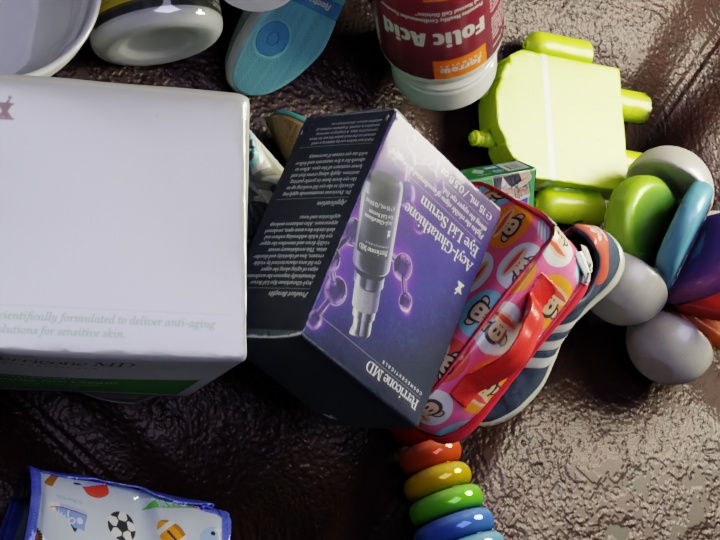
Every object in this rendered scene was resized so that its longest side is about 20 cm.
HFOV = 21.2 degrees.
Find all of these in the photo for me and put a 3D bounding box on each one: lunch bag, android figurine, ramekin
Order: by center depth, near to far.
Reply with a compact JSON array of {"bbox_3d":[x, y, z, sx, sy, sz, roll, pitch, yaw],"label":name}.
[{"bbox_3d":[-0.189,0.256,1.409,0.168,0.124,0.202,15,76,-22],"label":"lunch bag"},{"bbox_3d":[-0.311,-0.221,1.499,0.198,0.105,0.202,9,70,-26],"label":"ramekin"},{"bbox_3d":[0.087,0.034,1.542,0.200,0.176,0.082,-50,123,-5],"label":"lunch bag"},{"bbox_3d":[0.183,-0.132,1.769,0.198,0.041,0.184,4,74,-29],"label":"android figurine"}]

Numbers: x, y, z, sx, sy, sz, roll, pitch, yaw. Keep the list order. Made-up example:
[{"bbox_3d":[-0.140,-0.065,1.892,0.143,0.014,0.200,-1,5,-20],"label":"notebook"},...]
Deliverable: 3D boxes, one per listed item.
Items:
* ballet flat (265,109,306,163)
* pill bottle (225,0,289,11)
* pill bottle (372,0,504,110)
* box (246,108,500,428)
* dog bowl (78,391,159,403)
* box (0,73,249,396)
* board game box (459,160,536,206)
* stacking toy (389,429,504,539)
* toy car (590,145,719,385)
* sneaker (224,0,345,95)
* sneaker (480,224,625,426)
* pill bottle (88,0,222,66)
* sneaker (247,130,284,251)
[{"bbox_3d":[-0.002,-0.065,1.646,0.199,0.068,0.073,27,80,-23],"label":"ballet flat"},{"bbox_3d":[-0.080,-0.303,1.546,0.110,0.111,0.201,19,48,-22],"label":"pill bottle"},{"bbox_3d":[0.065,-0.232,1.636,0.113,0.201,0.115,-3,59,5],"label":"pill bottle"},{"bbox_3d":[0.000,0.000,1.476,0.148,0.104,0.202,39,63,-38],"label":"box"},{"bbox_3d":[-0.189,0.010,1.508,0.198,0.059,0.202,5,75,-19],"label":"dog bowl"},{"bbox_3d":[-0.193,-0.020,1.388,0.197,0.171,0.202,4,76,-19],"label":"box"},{"bbox_3d":[0.059,-0.012,1.635,0.198,0.029,0.136,-11,114,-30],"label":"board game box"},{"bbox_3d":[0.068,0.190,1.592,0.085,0.085,0.202,-11,75,-30],"label":"stacking toy"},{"bbox_3d":[0.302,-0.005,1.714,0.200,0.149,0.176,49,58,-29],"label":"toy car"},{"bbox_3d":[-0.071,-0.254,1.660,0.079,0.130,0.201,30,97,-44],"label":"sneaker"},{"bbox_3d":[0.141,0.041,1.629,0.075,0.084,0.201,36,91,25],"label":"sneaker"},{"bbox_3d":[-0.182,-0.279,1.580,0.111,0.112,0.202,-5,78,-29],"label":"pill bottle"},{"bbox_3d":[-0.072,-0.055,1.579,0.077,0.086,0.201,-36,88,6],"label":"sneaker"}]
